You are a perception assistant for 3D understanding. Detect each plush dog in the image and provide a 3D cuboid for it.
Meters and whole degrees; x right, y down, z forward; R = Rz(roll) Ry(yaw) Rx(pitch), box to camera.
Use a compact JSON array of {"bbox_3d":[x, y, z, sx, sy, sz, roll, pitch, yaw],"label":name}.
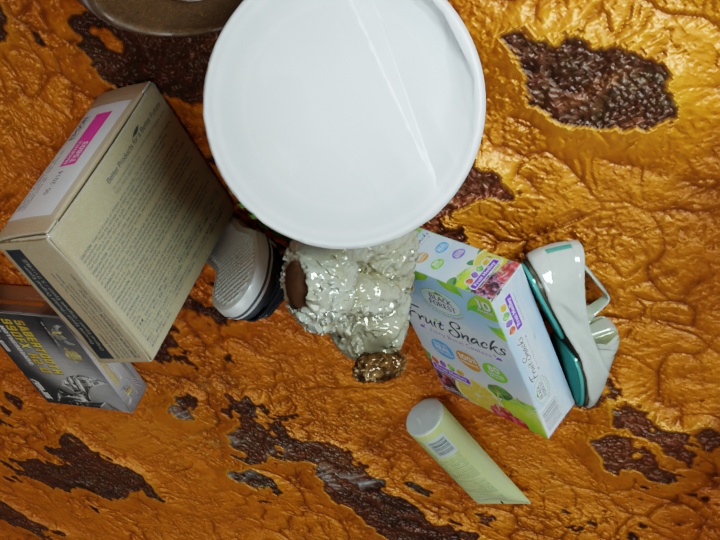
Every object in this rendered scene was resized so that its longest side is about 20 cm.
[{"bbox_3d":[0.000,0.000,0.879,0.158,0.201,0.174,-12,132,-11],"label":"plush dog"}]

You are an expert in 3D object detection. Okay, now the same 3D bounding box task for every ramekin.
[{"bbox_3d":[-0.007,-0.122,0.745,0.199,0.094,0.206,1,100,8],"label":"ramekin"}]

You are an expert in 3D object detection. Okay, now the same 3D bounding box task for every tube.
[{"bbox_3d":[0.124,0.226,1.203,0.200,0.052,0.058,49,179,-34],"label":"tube"}]

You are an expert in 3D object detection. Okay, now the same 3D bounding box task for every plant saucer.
[{"bbox_3d":[-0.116,-0.215,0.708,0.197,0.035,0.200,-13,166,-3],"label":"plant saucer"}]

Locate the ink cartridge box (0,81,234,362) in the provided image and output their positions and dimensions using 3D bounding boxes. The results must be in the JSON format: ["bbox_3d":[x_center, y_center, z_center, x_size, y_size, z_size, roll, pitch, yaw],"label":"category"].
[{"bbox_3d":[-0.216,-0.044,0.935,0.074,0.202,0.166,-4,135,31],"label":"ink cartridge box"}]

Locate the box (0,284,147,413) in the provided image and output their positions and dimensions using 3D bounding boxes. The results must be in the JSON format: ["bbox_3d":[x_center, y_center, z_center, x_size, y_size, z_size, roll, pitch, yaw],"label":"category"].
[{"bbox_3d":[-0.395,0.105,1.345,0.156,0.049,0.201,4,139,27],"label":"box"}]

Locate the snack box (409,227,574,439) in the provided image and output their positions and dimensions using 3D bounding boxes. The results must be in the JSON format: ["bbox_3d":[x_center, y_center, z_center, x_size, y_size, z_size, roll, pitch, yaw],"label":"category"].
[{"bbox_3d":[0.111,0.059,0.961,0.141,0.053,0.201,21,149,43],"label":"snack box"}]

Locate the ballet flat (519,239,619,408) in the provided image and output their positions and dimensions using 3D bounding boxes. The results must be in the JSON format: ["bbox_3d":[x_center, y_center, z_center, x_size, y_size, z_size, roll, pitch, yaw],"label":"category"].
[{"bbox_3d":[0.203,0.051,0.930,0.068,0.070,0.201,-1,136,30],"label":"ballet flat"}]

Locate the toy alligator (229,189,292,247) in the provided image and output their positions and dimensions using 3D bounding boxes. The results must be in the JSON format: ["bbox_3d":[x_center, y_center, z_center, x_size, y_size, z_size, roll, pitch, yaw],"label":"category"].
[{"bbox_3d":[-0.068,-0.049,0.966,0.059,0.055,0.200,-17,126,43],"label":"toy alligator"}]

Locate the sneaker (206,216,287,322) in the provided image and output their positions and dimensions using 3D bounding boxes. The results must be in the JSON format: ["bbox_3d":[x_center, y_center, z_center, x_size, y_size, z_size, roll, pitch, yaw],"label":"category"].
[{"bbox_3d":[-0.096,0.005,0.972,0.079,0.200,0.079,36,98,-20],"label":"sneaker"}]
